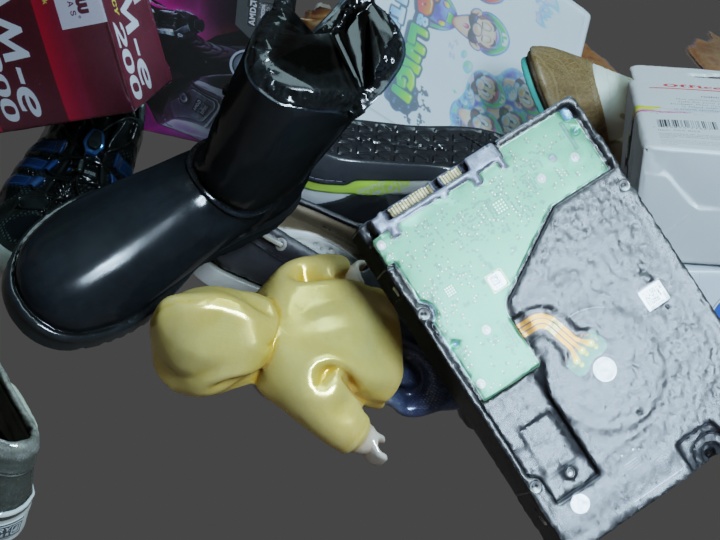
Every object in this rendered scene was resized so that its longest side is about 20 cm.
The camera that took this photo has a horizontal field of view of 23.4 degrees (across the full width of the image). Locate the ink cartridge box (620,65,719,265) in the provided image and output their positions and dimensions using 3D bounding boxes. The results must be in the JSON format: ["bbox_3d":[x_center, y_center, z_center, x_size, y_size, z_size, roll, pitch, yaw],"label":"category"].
[{"bbox_3d":[0.215,-0.065,1.026,0.115,0.068,0.200,5,20,5],"label":"ink cartridge box"}]

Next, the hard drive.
[{"bbox_3d":[0.105,0.028,0.904,0.140,0.038,0.200,-33,87,-14],"label":"hard drive"}]

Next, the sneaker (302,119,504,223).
[{"bbox_3d":[0.037,-0.043,1.084,0.199,0.083,0.072,8,33,-14],"label":"sneaker"}]

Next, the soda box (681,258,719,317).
[{"bbox_3d":[0.178,0.019,0.981,0.199,0.064,0.068,0,19,-9],"label":"soda box"}]

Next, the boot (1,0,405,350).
[{"bbox_3d":[-0.079,-0.055,0.870,0.200,0.168,0.076,-30,77,-36],"label":"boot"}]

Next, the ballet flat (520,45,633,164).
[{"bbox_3d":[0.167,-0.086,1.153,0.072,0.200,0.068,-14,49,15],"label":"ballet flat"}]

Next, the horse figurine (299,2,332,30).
[{"bbox_3d":[0.062,-0.183,1.370,0.200,0.050,0.133,32,42,5],"label":"horse figurine"}]

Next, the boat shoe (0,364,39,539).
[{"bbox_3d":[-0.202,0.038,0.801,0.071,0.064,0.200,-8,40,-43],"label":"boat shoe"}]

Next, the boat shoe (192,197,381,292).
[{"bbox_3d":[0.000,0.000,1.011,0.200,0.060,0.074,21,29,-3],"label":"boat shoe"}]

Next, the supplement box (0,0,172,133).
[{"bbox_3d":[-0.214,-0.130,0.943,0.199,0.109,0.061,-7,22,19],"label":"supplement box"}]

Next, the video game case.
[{"bbox_3d":[0.066,-0.136,1.162,0.182,0.024,0.200,30,60,-26],"label":"video game case"}]

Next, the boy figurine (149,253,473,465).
[{"bbox_3d":[-0.014,0.047,0.919,0.200,0.064,0.125,4,55,-25],"label":"boy figurine"}]

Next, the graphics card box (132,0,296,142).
[{"bbox_3d":[-0.141,-0.150,1.065,0.199,0.126,0.051,12,40,2],"label":"graphics card box"}]

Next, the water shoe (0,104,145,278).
[{"bbox_3d":[-0.163,-0.059,0.980,0.071,0.079,0.200,17,29,-10],"label":"water shoe"}]
